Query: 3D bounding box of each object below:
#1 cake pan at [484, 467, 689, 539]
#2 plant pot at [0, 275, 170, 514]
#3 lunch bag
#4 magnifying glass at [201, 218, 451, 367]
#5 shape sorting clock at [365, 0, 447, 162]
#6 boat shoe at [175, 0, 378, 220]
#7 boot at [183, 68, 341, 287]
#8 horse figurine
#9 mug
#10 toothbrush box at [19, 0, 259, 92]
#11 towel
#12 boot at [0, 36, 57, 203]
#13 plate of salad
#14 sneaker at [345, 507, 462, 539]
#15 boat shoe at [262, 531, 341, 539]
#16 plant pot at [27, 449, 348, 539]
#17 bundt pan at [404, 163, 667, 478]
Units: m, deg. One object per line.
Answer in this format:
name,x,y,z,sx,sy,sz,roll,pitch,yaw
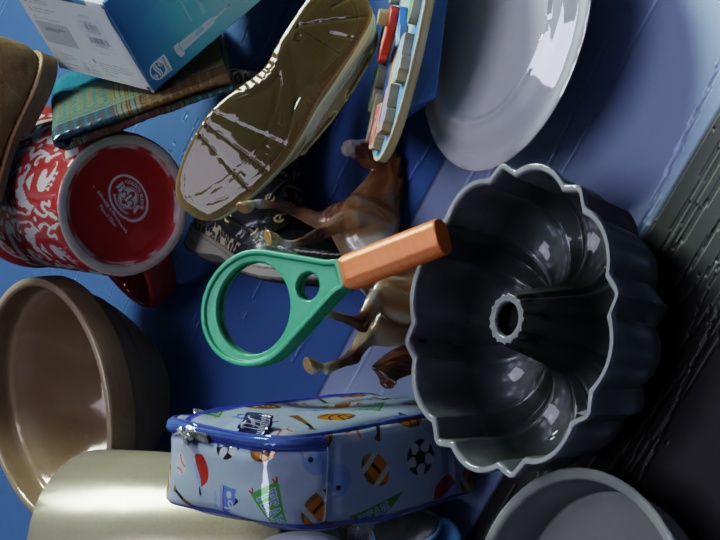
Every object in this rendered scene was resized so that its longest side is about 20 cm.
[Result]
cake pan,0.147,0.225,1.481,0.199,0.037,0.202,-7,81,49
plant pot,-0.219,0.101,1.911,0.200,0.092,0.203,12,106,50
lunch bag,-0.033,0.125,1.602,0.160,0.199,0.076,7,97,51
magnifying glass,-0.026,0.009,1.593,0.199,0.022,0.080,-22,74,32
shape sorting clock,0.031,-0.174,1.641,0.200,0.039,0.202,-173,90,-83
boat shoe,-0.053,-0.113,1.708,0.074,0.066,0.200,42,92,23
boot,-0.058,-0.069,1.775,0.200,0.073,0.152,18,97,57
horse figurine,0.000,0.000,1.664,0.201,0.132,0.050,65,145,22
mug,-0.203,-0.053,1.867,0.200,0.176,0.134,11,82,64
toothbrush box,-0.145,-0.238,1.814,0.200,0.086,0.146,-41,33,-21
towel,-0.171,-0.142,1.826,0.200,0.146,0.022,-112,2,-71
boot,-0.308,-0.087,1.823,0.073,0.075,0.201,16,83,57
plate of salad,0.104,-0.164,1.597,0.200,0.048,0.202,-29,55,53
sneaker,0.025,0.258,1.608,0.082,0.073,0.202,-4,81,49
boat shoe,-0.099,0.232,1.608,0.198,0.066,0.070,-14,99,18
plant pot,-0.110,0.212,1.722,0.199,0.187,0.189,-12,74,35
bundt pan,0.121,0.034,1.524,0.201,0.075,0.204,-11,76,50
